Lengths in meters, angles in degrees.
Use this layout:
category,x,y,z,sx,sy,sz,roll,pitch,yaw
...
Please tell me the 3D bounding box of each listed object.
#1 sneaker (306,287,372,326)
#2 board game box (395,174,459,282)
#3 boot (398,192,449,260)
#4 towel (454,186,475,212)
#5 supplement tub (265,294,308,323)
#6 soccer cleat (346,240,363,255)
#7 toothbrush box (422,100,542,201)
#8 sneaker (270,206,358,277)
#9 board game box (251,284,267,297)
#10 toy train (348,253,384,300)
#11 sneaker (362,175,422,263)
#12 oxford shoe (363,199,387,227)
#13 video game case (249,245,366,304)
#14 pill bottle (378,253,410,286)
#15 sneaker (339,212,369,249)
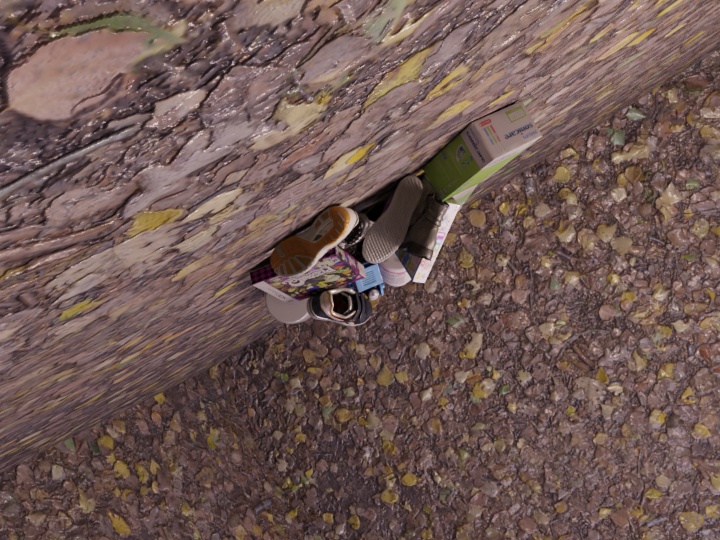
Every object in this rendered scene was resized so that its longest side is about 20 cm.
category,x,y,z,sx,sy,sz,roll,pitch,yaw
sneaker,-0.027,0.085,1.501,0.079,0.079,0.199,-21,163,40
board game box,0.143,-0.093,1.451,0.034,0.135,0.201,8,121,-25
boot,0.131,-0.096,1.367,0.132,0.067,0.200,-68,-164,2
towel,0.201,-0.148,1.514,0.149,0.031,0.201,-29,158,-48
supplement tub,-0.186,0.080,1.772,0.131,0.133,0.200,-30,176,-2
soccer cleat,-0.062,-0.052,1.605,0.199,0.069,0.073,-30,-167,-9
toothbrush box,0.240,-0.235,1.300,0.145,0.087,0.200,-28,176,-28
sneaker,-0.083,-0.052,1.239,0.199,0.076,0.088,-32,176,25
board game box,-0.162,0.030,1.514,0.156,0.039,0.200,-3,164,-25
toy train,0.000,0.000,1.649,0.086,0.115,0.200,-20,-151,-7
sneaker,0.064,-0.100,1.376,0.201,0.072,0.114,-57,-173,-7
oxford shoe,0.081,-0.137,1.498,0.199,0.071,0.075,-31,171,-27
video game case,-0.109,0.009,1.399,0.198,0.036,0.181,-19,159,14
pill bottle,0.093,-0.027,1.653,0.113,0.114,0.200,-30,166,-6
sneaker,-0.019,-0.091,1.375,0.090,0.067,0.200,-36,180,-28
